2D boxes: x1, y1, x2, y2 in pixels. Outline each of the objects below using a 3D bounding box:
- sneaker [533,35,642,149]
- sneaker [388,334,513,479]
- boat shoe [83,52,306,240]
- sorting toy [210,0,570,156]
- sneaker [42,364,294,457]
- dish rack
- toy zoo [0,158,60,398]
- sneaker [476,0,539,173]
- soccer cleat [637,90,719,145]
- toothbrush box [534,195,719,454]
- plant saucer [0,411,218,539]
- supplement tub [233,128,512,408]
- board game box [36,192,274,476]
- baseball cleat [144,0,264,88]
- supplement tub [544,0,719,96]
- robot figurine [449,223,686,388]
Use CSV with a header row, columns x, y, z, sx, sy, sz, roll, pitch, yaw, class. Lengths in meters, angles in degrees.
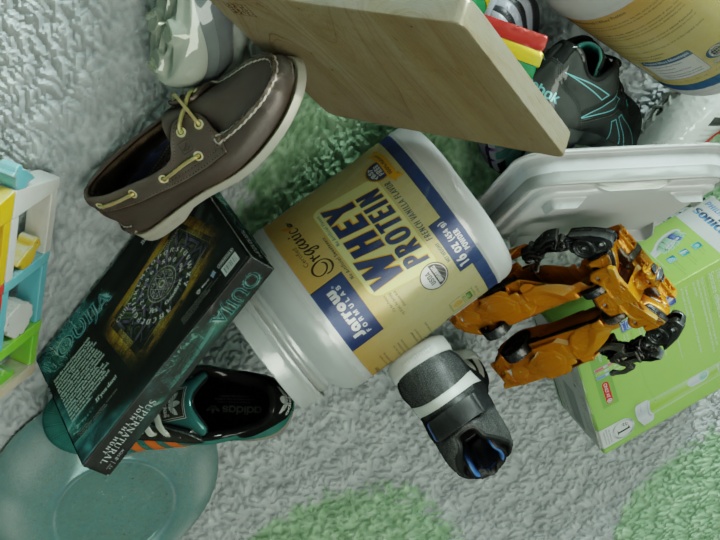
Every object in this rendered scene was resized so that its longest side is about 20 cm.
x,y,z,sx,sy,sz,roll,pitch,yaw,class
0.180,-0.134,1.161,0.200,0.075,0.079,-10,132,-61,sneaker
0.084,0.125,1.257,0.073,0.112,0.200,-34,164,8,sneaker
-0.119,-0.092,1.068,0.059,0.072,0.200,25,134,-35,boat shoe
0.029,-0.162,1.021,0.200,0.199,0.070,39,68,-58,sorting toy
-0.152,0.104,1.173,0.200,0.072,0.080,-5,168,-2,sneaker
0.187,-0.055,1.188,0.171,0.200,0.044,-2,80,-8,dish rack
-0.262,0.012,1.072,0.020,0.131,0.200,20,118,12,toy zoo
0.094,-0.158,1.174,0.074,0.087,0.200,-50,155,-23,sneaker
0.283,-0.141,1.268,0.200,0.069,0.085,-26,114,-8,soccer cleat
0.270,0.049,1.365,0.200,0.086,0.146,-28,127,-6,toothbrush box
-0.209,0.190,1.256,0.201,0.039,0.201,-12,124,-18,plant saucer
0.000,0.000,1.167,0.200,0.144,0.144,-37,129,0,supplement tub
-0.157,0.035,1.121,0.028,0.135,0.200,31,104,-40,board game box
-0.089,-0.222,1.045,0.106,0.070,0.200,-5,128,-39,baseball cleat
0.219,-0.232,1.124,0.200,0.145,0.145,25,107,-36,supplement tub
0.165,0.026,1.220,0.200,0.058,0.145,-25,116,42,robot figurine
